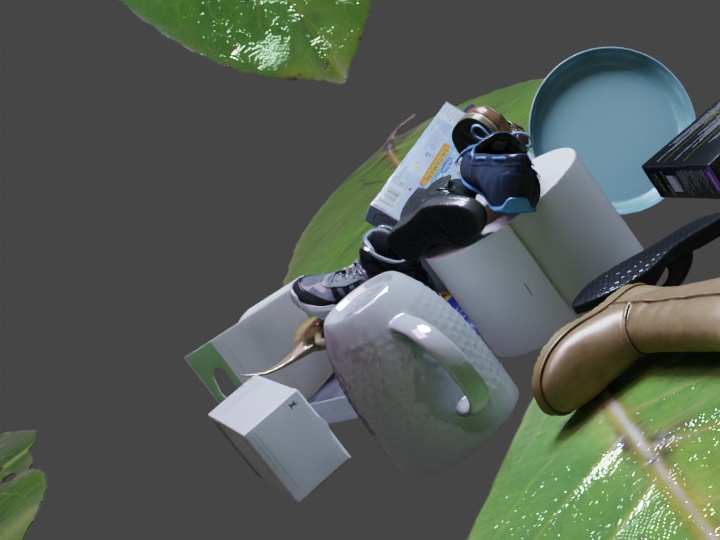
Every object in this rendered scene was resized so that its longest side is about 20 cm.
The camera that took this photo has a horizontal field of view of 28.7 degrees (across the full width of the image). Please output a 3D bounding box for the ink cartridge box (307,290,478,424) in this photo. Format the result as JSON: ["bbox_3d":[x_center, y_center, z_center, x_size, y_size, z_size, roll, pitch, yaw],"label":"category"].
[{"bbox_3d":[0.050,0.101,1.714,0.198,0.047,0.200,-46,13,-32],"label":"ink cartridge box"}]

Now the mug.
[{"bbox_3d":[0.059,0.094,1.386,0.148,0.175,0.200,-41,12,-17],"label":"mug"}]

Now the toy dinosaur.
[{"bbox_3d":[-0.053,0.085,1.772,0.101,0.058,0.200,4,45,46],"label":"toy dinosaur"}]

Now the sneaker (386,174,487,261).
[{"bbox_3d":[0.093,-0.068,1.519,0.104,0.060,0.200,-49,12,-28],"label":"sneaker"}]

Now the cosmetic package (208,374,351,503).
[{"bbox_3d":[-0.098,0.192,1.644,0.085,0.108,0.200,-40,10,-12],"label":"cosmetic package"}]

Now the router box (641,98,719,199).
[{"bbox_3d":[0.432,-0.159,1.580,0.200,0.051,0.149,-39,14,-11],"label":"router box"}]

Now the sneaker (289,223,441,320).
[{"bbox_3d":[0.000,0.000,1.706,0.200,0.114,0.076,5,36,25],"label":"sneaker"}]

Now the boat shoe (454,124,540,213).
[{"bbox_3d":[0.153,-0.112,1.453,0.084,0.069,0.200,-2,16,-13],"label":"boat shoe"}]

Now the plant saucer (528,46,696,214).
[{"bbox_3d":[0.295,-0.162,1.658,0.200,0.200,0.027,-39,-3,-7],"label":"plant saucer"}]

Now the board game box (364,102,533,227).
[{"bbox_3d":[0.140,-0.087,1.748,0.200,0.199,0.041,-53,-8,-31],"label":"board game box"}]

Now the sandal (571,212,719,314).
[{"bbox_3d":[0.296,0.003,1.392,0.200,0.048,0.075,-28,6,-25],"label":"sandal"}]

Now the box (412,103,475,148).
[{"bbox_3d":[0.149,-0.136,2.097,0.104,0.148,0.200,-31,14,26],"label":"box"}]

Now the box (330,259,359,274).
[{"bbox_3d":[-0.035,0.064,1.945,0.200,0.110,0.035,-27,15,42],"label":"box"}]

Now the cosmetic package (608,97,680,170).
[{"bbox_3d":[0.338,-0.157,1.777,0.113,0.081,0.200,-37,10,-9],"label":"cosmetic package"}]

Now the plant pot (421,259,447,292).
[{"bbox_3d":[0.124,-0.044,1.841,0.200,0.134,0.200,-36,11,8],"label":"plant pot"}]

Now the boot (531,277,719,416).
[{"bbox_3d":[0.258,0.059,1.218,0.175,0.066,0.200,-45,16,-23],"label":"boot"}]

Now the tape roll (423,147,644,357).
[{"bbox_3d":[0.189,-0.020,1.540,0.203,0.139,0.203,-35,12,9],"label":"tape roll"}]

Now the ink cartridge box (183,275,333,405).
[{"bbox_3d":[-0.116,0.117,1.887,0.200,0.146,0.048,-32,11,26],"label":"ink cartridge box"}]

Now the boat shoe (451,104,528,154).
[{"bbox_3d":[0.157,-0.147,1.643,0.068,0.072,0.200,-51,-19,-13],"label":"boat shoe"}]
